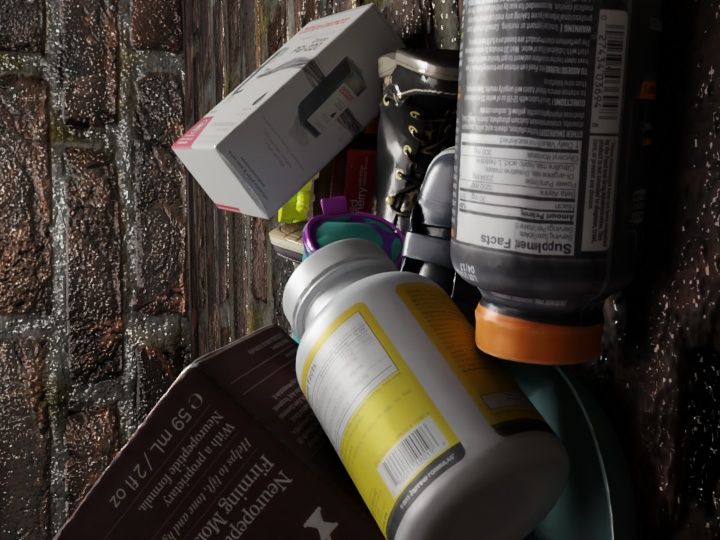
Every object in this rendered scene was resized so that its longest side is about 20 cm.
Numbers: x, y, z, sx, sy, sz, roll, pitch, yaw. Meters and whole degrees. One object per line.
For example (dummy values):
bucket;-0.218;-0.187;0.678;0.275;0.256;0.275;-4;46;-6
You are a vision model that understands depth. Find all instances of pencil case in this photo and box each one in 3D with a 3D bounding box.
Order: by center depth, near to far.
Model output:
pencil case;-0.019;0.048;0.745;0.093;0.084;0.201;-115;28;-44

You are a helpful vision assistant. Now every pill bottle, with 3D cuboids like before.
pill bottle;0.103;-0.053;0.506;0.106;0.105;0.202;-147;58;-70
pill bottle;0.028;0.073;0.564;0.200;0.111;0.113;55;145;40

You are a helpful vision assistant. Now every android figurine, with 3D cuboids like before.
android figurine;-0.071;-0.138;1.090;0.183;0.041;0.201;106;165;-55

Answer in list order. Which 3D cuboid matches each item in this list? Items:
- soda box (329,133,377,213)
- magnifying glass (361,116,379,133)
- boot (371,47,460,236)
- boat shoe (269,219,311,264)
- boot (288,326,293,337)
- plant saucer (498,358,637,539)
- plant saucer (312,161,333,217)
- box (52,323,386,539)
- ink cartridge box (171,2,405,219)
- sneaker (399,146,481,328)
soda box;0.004;-0.028;0.895;0.063;0.069;0.202;-120;33;-64
magnifying glass;0.008;-0.086;0.972;0.080;0.022;0.202;-136;45;-67
boot;0.050;-0.097;0.734;0.200;0.073;0.152;-139;51;-73
boat shoe;0.000;0.000;0.803;0.199;0.072;0.065;13;116;35
boot;-0.059;0.105;1.081;0.131;0.067;0.202;110;175;-76
plant saucer;0.119;0.146;0.583;0.200;0.036;0.202;178;90;-73
plant saucer;-0.028;-0.105;1.027;0.200;0.032;0.202;-177;90;-83
box;-0.060;0.170;0.638;0.166;0.200;0.164;-51;-7;12
ink cartridge box;-0.062;-0.148;0.859;0.085;0.200;0.145;53;163;-23
sneaker;0.062;0.016;0.661;0.078;0.079;0.202;11;111;34
